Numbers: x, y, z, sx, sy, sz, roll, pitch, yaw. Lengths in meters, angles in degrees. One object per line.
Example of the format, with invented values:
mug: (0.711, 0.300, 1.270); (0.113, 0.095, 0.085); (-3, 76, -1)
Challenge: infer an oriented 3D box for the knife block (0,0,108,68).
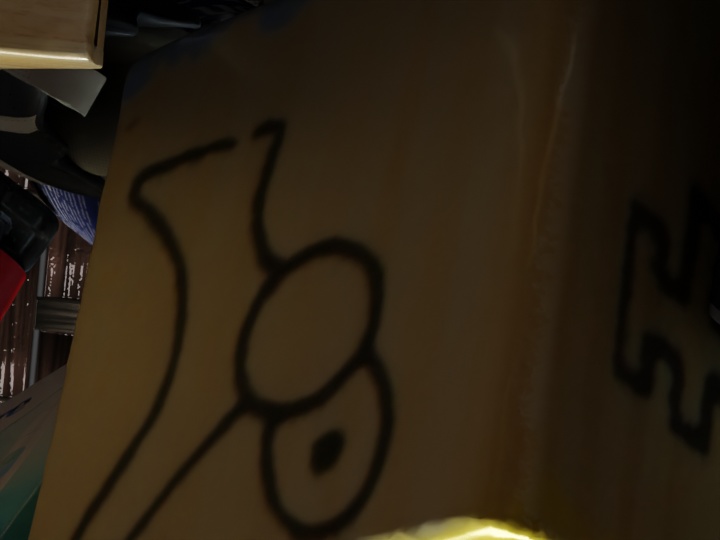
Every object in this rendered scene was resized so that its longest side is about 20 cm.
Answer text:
knife block: (-0.188, -0.096, 0.808); (0.176, 0.064, 0.200); (5, 180, -41)

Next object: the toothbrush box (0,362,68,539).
toothbrush box: (-0.119, 0.114, 0.942); (0.146, 0.085, 0.200); (-31, -166, 27)

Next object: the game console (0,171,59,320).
game console: (-0.229, -0.032, 1.109); (0.200, 0.119, 0.172); (38, 170, -15)

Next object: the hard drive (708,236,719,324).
hard drive: (0.170, -0.028, 0.834); (0.042, 0.135, 0.200); (9, -178, 40)

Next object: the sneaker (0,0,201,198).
sneaker: (-0.108, -0.067, 1.006); (0.130, 0.080, 0.199); (28, 173, 7)

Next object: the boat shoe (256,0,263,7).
boat shoe: (-0.022, -0.068, 1.282); (0.073, 0.075, 0.200); (20, 180, -2)

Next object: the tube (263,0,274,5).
tube: (0.021, -0.086, 1.007); (0.058, 0.052, 0.200); (40, -169, 10)

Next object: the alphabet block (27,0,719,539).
alphabet block: (0.040, 0.040, 0.869); (0.195, 0.200, 0.196); (-18, 141, 40)

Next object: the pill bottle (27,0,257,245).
pill bottle: (-0.067, -0.052, 1.109); (0.111, 0.111, 0.200); (5, -166, -28)
